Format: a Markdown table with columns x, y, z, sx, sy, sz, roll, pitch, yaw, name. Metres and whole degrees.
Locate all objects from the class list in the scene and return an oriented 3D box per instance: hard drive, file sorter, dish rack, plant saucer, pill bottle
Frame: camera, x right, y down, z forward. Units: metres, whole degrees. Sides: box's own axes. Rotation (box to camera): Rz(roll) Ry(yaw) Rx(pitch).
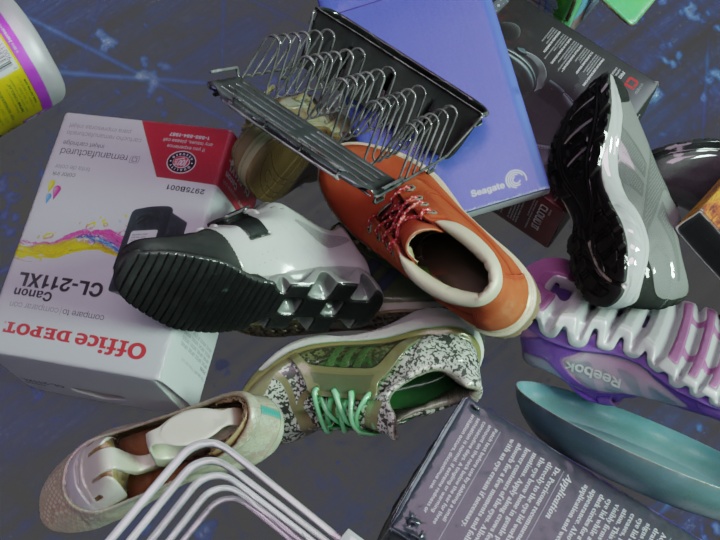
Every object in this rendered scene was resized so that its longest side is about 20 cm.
| x | y | z | sx | sy | sz | roll | pitch | yaw | name |
| --- | --- | --- | --- | --- | --- | --- | --- | --- | --- |
| 0.055 | -0.137 | 0.851 | 0.131 | 0.025 | 0.201 | -16 | 80 | 4 | hard drive |
| -0.089 | 0.208 | 0.703 | 0.124 | 0.200 | 0.139 | 36 | 71 | 12 | file sorter |
| -0.008 | -0.116 | 0.750 | 0.153 | 0.200 | 0.055 | 33 | 114 | 10 | dish rack |
| 0.198 | 0.128 | 0.763 | 0.199 | 0.200 | 0.028 | 22 | 95 | 5 | plant saucer |
| -0.345 | -0.133 | 0.867 | 0.200 | 0.104 | 0.104 | -34 | 75 | -14 | pill bottle |

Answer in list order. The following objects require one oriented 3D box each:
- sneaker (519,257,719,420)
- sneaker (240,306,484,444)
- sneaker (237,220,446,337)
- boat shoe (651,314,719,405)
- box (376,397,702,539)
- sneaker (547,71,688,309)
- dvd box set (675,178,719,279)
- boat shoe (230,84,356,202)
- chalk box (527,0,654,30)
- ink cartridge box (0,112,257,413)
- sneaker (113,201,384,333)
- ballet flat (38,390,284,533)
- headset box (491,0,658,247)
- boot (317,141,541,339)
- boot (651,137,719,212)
| x | y | z | sx | sy | sz | roll | pitch | yaw | name |
| --- | --- | --- | --- | --- | --- | --- | --- | --- | --- |
| 0.201 | 0.066 | 0.805 | 0.200 | 0.089 | 0.081 | 23 | 44 | 20 | sneaker |
| 0.001 | 0.090 | 0.789 | 0.199 | 0.077 | 0.089 | -21 | 28 | 4 | sneaker |
| 0.000 | 0.000 | 0.855 | 0.199 | 0.067 | 0.090 | -3 | 75 | -1 | sneaker |
| 0.288 | 0.071 | 0.849 | 0.200 | 0.066 | 0.072 | 2 | 88 | 18 | boat shoe |
| 0.121 | 0.194 | 0.747 | 0.200 | 0.148 | 0.105 | 31 | 71 | 7 | box |
| 0.193 | -0.057 | 0.810 | 0.079 | 0.074 | 0.201 | 12 | 58 | -24 | sneaker |
| 0.333 | -0.030 | 0.814 | 0.146 | 0.029 | 0.200 | 49 | 51 | 4 | dvd box set |
| -0.058 | -0.101 | 0.833 | 0.063 | 0.200 | 0.073 | 43 | 105 | 5 | boat shoe |
| 0.175 | -0.295 | 0.948 | 0.200 | 0.124 | 0.125 | 37 | 72 | 11 | chalk box |
| -0.174 | -0.007 | 0.825 | 0.145 | 0.083 | 0.201 | 7 | 68 | 14 | ink cartridge box |
| -0.083 | -0.009 | 0.765 | 0.199 | 0.074 | 0.089 | 8 | 48 | -37 | sneaker |
| -0.152 | 0.128 | 0.772 | 0.199 | 0.062 | 0.068 | -24 | 64 | 8 | ballet flat |
| 0.135 | -0.129 | 0.909 | 0.200 | 0.077 | 0.149 | 35 | 71 | 11 | headset box |
| 0.036 | -0.034 | 0.767 | 0.200 | 0.107 | 0.075 | 39 | 97 | 23 | boot |
| 0.309 | -0.025 | 0.867 | 0.199 | 0.070 | 0.132 | 7 | 68 | -14 | boot |
